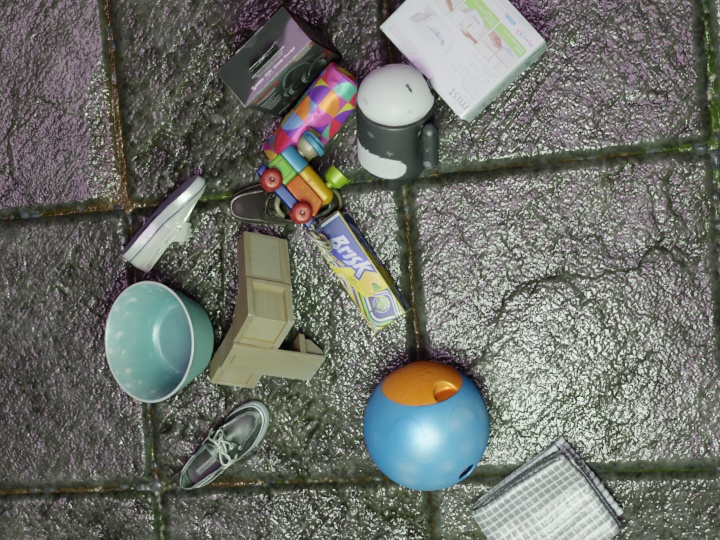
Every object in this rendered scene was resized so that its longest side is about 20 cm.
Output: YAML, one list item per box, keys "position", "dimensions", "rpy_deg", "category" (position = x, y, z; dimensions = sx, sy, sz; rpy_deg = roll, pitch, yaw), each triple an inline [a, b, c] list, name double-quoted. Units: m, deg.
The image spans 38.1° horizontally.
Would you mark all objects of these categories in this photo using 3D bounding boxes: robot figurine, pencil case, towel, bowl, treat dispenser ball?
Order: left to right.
- position: [-0.328, 0.118, 1.774]
  dimensions: [0.199, 0.105, 0.203]
  rpy_deg: [0, 90, 30]
  category: "bowl"
- position: [-0.077, -0.244, 1.713]
  dimensions: [0.088, 0.088, 0.200]
  rpy_deg: [43, 105, 7]
  category: "pencil case"
- position: [0.056, -0.225, 1.627]
  dimensions: [0.149, 0.125, 0.201]
  rpy_deg: [7, 136, 9]
  category: "robot figurine"
- position: [0.103, 0.244, 1.641]
  dimensions: [0.199, 0.201, 0.203]
  rpy_deg: [1, 94, 14]
  category: "treat dispenser ball"
- position: [0.298, 0.391, 1.663]
  dimensions: [0.199, 0.086, 0.166]
  rpy_deg: [-38, 86, 13]
  category: "towel"

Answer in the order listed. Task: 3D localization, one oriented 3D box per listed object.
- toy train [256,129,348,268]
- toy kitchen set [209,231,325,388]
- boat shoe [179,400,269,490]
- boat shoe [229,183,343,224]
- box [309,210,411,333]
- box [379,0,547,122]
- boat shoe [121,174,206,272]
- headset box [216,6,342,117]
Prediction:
- position: [-0.063, -0.117, 1.662]
  dimensions: [0.116, 0.085, 0.200]
  rpy_deg: [-43, 96, -3]
  category: "toy train"
- position: [-0.150, 0.078, 1.769]
  dimensions: [0.162, 0.182, 0.200]
  rpy_deg: [11, 138, -23]
  category: "toy kitchen set"
- position: [-0.239, 0.304, 1.798]
  dimensions: [0.199, 0.068, 0.074]
  rpy_deg: [-40, 85, 13]
  category: "boat shoe"
- position: [-0.131, -0.114, 1.742]
  dimensions: [0.198, 0.065, 0.074]
  rpy_deg: [-5, 92, 14]
  category: "boat shoe"
- position: [0.000, 0.000, 1.715]
  dimensions: [0.064, 0.070, 0.201]
  rpy_deg: [-35, 86, 12]
  category: "box"
- position: [0.163, -0.365, 1.634]
  dimensions: [0.176, 0.097, 0.200]
  rpy_deg: [-43, 84, 14]
  category: "box"
- position: [-0.324, -0.077, 1.799]
  dimensions: [0.070, 0.071, 0.200]
  rpy_deg: [40, 99, -20]
  category: "boat shoe"
- position: [-0.128, -0.328, 1.656]
  dimensions: [0.149, 0.200, 0.077]
  rpy_deg: [-42, 84, 12]
  category: "headset box"
